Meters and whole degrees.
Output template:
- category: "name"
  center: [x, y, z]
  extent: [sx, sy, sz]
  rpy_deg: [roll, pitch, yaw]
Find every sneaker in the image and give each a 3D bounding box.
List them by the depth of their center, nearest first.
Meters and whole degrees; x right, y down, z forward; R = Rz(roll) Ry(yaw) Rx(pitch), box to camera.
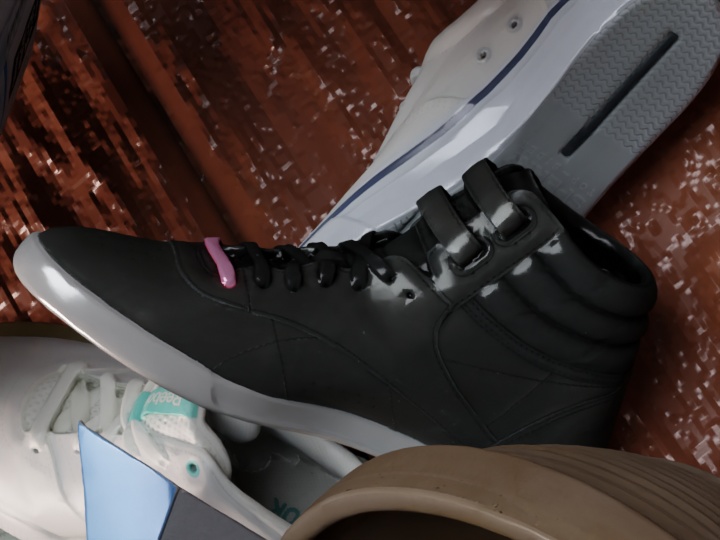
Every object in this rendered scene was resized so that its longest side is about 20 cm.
- category: "sneaker"
  center: [0.000, 0.000, 0.859]
  extent: [0.099, 0.200, 0.071]
  rpy_deg: [-64, 19, 17]
- category: "sneaker"
  center: [-0.061, 0.055, 0.909]
  extent: [0.200, 0.089, 0.075]
  rpy_deg: [19, 65, 18]
- category: "sneaker"
  center: [0.035, -0.034, 0.928]
  extent: [0.200, 0.073, 0.071]
  rpy_deg: [-43, 36, 10]

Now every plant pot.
- category: "plant pot"
  center: [0.077, 0.121, 0.813]
  extent: [0.201, 0.201, 0.093]
  rpy_deg: [25, 46, 31]

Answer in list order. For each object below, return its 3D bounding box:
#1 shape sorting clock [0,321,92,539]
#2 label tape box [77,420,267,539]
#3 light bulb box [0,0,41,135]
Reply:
- category: "shape sorting clock"
  center: [-0.128, 0.114, 0.976]
  extent: [0.200, 0.039, 0.200]
  rpy_deg: [-8, 64, 18]
- category: "label tape box"
  center: [-0.023, 0.153, 0.816]
  extent: [0.200, 0.144, 0.063]
  rpy_deg: [28, 48, 27]
- category: "light bulb box"
  center: [-0.190, -0.047, 0.926]
  extent: [0.125, 0.198, 0.200]
  rpy_deg: [19, 67, -3]
